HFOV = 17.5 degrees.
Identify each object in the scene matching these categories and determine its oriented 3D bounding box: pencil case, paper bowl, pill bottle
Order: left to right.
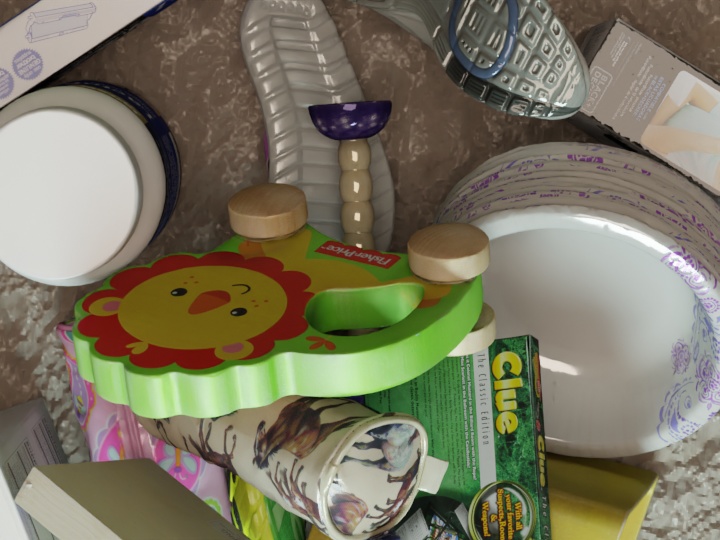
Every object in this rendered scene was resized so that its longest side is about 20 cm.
[{"bbox_3d":[-0.167,-0.052,1.370,0.115,0.200,0.117,0,97,-1],"label":"pill bottle"},{"bbox_3d":[-0.128,0.117,1.448,0.087,0.087,0.202,-11,95,1],"label":"pencil case"},{"bbox_3d":[-0.047,0.088,1.316,0.089,0.199,0.078,23,90,-44],"label":"pencil case"},{"bbox_3d":[0.134,0.009,1.401,0.199,0.105,0.202,8,134,9],"label":"paper bowl"}]

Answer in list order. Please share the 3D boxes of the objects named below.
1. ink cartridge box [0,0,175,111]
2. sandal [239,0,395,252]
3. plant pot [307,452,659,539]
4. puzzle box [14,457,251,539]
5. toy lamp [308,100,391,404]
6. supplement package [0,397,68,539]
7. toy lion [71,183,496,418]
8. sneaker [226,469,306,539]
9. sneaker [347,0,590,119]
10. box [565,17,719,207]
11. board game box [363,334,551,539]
[{"bbox_3d":[-0.147,-0.166,1.411,0.199,0.094,0.044,-33,96,4],"label":"ink cartridge box"},{"bbox_3d":[-0.028,-0.077,1.447,0.082,0.050,0.204,-10,93,-16],"label":"sandal"},{"bbox_3d":[0.057,0.196,1.412,0.175,0.200,0.201,20,96,11],"label":"plant pot"},{"bbox_3d":[-0.086,0.174,1.310,0.200,0.133,0.026,36,102,22],"label":"puzzle box"},{"bbox_3d":[0.000,0.000,1.401,0.058,0.058,0.202,-5,93,0],"label":"toy lamp"},{"bbox_3d":[-0.245,0.185,1.396,0.151,0.200,0.152,-20,96,2],"label":"supplement package"},{"bbox_3d":[-0.050,0.027,1.285,0.199,0.192,0.069,13,122,30],"label":"toy lion"},{"bbox_3d":[-0.039,0.097,1.432,0.083,0.074,0.202,3,76,-10],"label":"sneaker"},{"bbox_3d":[0.065,-0.153,1.383,0.200,0.087,0.075,41,102,29],"label":"sneaker"},{"bbox_3d":[0.215,-0.073,1.413,0.199,0.117,0.060,32,91,-2],"label":"box"},{"bbox_3d":[0.055,0.141,1.304,0.104,0.023,0.202,-8,75,23],"label":"board game box"}]
